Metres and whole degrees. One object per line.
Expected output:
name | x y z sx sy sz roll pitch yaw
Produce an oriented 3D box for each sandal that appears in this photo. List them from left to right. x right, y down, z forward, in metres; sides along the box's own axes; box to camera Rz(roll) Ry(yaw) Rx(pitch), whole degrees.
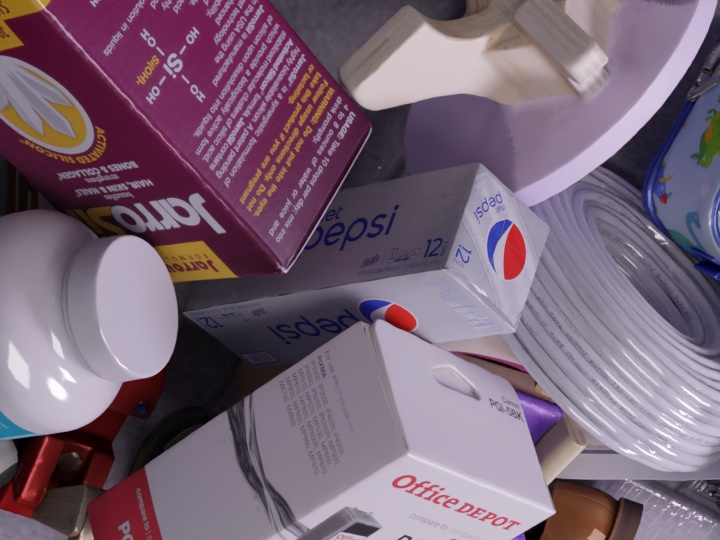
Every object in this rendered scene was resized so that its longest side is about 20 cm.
sandal | -0.115 0.145 1.251 0.080 0.057 0.201 -29 150 -22

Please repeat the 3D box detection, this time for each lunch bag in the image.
lunch bag | 0.263 -0.048 1.210 0.200 0.082 0.161 31 87 -35

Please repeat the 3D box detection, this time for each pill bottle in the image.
pill bottle | -0.192 0.031 1.047 0.199 0.111 0.111 -9 134 29

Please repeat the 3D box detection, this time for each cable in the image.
cable | 0.143 0.022 1.168 0.200 0.200 0.069 31 117 -34

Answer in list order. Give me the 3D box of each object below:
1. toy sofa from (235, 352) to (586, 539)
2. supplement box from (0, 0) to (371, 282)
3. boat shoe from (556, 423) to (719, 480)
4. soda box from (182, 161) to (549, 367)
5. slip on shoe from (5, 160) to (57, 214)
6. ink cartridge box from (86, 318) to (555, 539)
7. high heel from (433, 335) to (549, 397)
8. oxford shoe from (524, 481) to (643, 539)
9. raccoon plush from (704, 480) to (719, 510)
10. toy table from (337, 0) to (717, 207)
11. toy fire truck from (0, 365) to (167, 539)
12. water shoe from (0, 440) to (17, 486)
toy sofa | 0.031 0.092 1.237 0.199 0.098 0.083 18 129 -27
supplement box | -0.113 -0.095 1.017 0.200 0.131 0.103 47 56 -29
boat shoe | 0.200 0.089 1.265 0.199 0.074 0.066 -5 95 23
soda box | 0.000 0.000 1.114 0.200 0.068 0.063 -10 140 44
slip on shoe | -0.163 0.001 1.139 0.060 0.076 0.201 -6 120 -29
ink cartridge box | -0.020 0.126 1.110 0.200 0.083 0.147 -35 145 24
high heel | 0.063 0.008 1.241 0.199 0.096 0.067 25 112 -8
oxford shoe | 0.115 0.218 1.394 0.071 0.071 0.200 24 117 0
raccoon plush | 0.247 0.137 1.381 0.097 0.134 0.200 -26 162 -18
toy table | 0.083 -0.129 1.070 0.200 0.184 0.117 -53 141 -1
toy fire truck | -0.164 0.128 1.176 0.049 0.141 0.200 20 116 -24
water shoe | -0.289 0.117 1.187 0.199 0.071 0.079 -23 92 11
